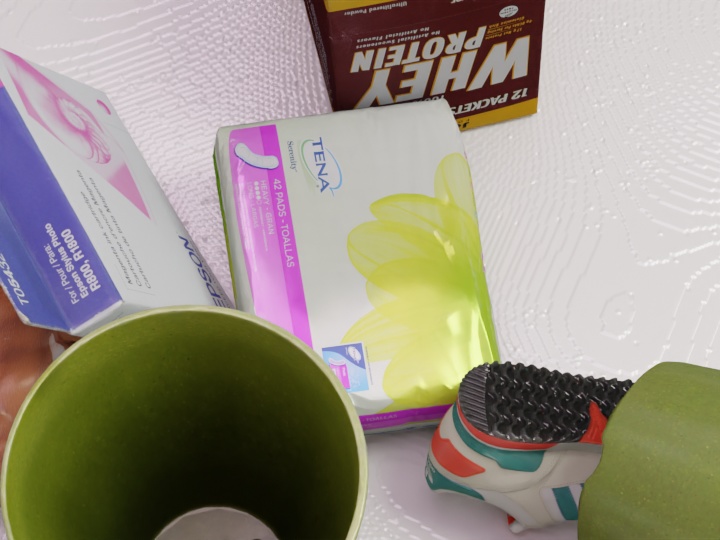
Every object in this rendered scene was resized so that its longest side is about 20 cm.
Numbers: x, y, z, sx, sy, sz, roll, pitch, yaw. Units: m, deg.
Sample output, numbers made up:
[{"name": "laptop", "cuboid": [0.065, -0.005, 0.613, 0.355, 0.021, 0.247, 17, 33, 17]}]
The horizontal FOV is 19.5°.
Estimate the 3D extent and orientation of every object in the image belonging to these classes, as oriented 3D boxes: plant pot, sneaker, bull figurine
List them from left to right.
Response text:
[{"name": "bull figurine", "cuboid": [-0.192, 0.059, 1.262, 0.121, 0.065, 0.201, 13, 67, 6]}, {"name": "plant pot", "cuboid": [-0.085, 0.143, 1.148, 0.186, 0.200, 0.188, -1, 66, 2]}, {"name": "sneaker", "cuboid": [0.130, 0.115, 1.232, 0.199, 0.093, 0.071, 13, 45, -21]}, {"name": "plant pot", "cuboid": [0.222, 0.136, 1.094, 0.190, 0.200, 0.200, 20, 67, 31]}]

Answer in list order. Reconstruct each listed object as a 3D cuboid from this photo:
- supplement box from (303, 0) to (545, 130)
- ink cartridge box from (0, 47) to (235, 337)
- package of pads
[{"name": "supplement box", "cuboid": [0.026, -0.213, 1.301, 0.132, 0.200, 0.198, -13, 66, -3]}, {"name": "ink cartridge box", "cuboid": [-0.171, -0.044, 1.239, 0.043, 0.200, 0.197, -37, 69, 15]}, {"name": "package of pads", "cuboid": [0.000, 0.000, 1.266, 0.154, 0.068, 0.201, -8, 72, -9]}]
